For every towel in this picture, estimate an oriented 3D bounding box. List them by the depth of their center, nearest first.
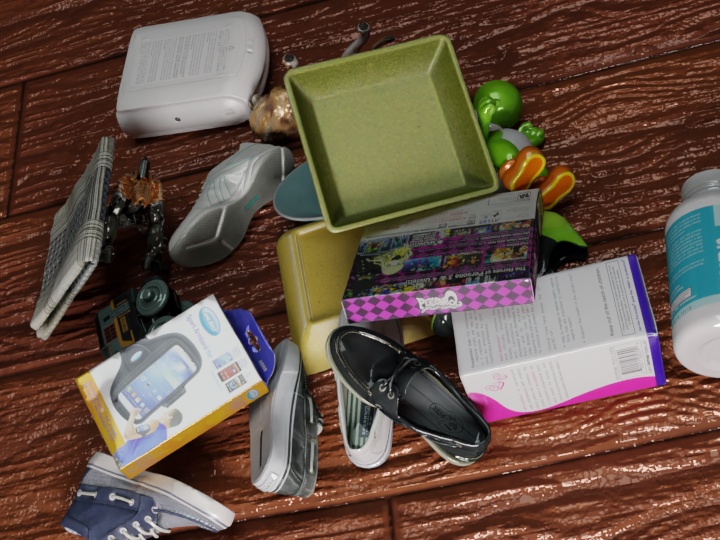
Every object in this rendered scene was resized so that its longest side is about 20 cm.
[{"bbox_3d":[-0.351,-0.038,1.552,0.034,0.200,0.195,17,51,-23],"label":"towel"}]

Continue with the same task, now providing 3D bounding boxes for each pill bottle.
[{"bbox_3d":[0.365,-0.002,1.298,0.109,0.111,0.202,-6,55,15],"label":"pill bottle"}]

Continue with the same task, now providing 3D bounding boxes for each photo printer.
[{"bbox_3d":[-0.218,-0.264,1.715,0.197,0.070,0.168,-7,54,14],"label":"photo printer"}]

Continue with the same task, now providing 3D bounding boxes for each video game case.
[{"bbox_3d":[0.091,-0.018,1.353,0.197,0.036,0.182,-7,31,16],"label":"video game case"}]

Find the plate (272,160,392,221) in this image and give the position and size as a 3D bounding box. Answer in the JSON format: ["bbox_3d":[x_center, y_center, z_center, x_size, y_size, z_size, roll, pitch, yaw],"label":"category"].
[{"bbox_3d":[-0.009,-0.105,1.525,0.197,0.026,0.201,-16,28,9],"label":"plate"}]

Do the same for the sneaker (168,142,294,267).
[{"bbox_3d":[-0.168,-0.082,1.580,0.080,0.071,0.200,22,60,41],"label":"sneaker"}]

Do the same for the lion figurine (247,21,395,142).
[{"bbox_3d":[-0.049,-0.231,1.626,0.197,0.123,0.073,-19,61,-14],"label":"lion figurine"}]

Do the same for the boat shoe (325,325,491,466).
[{"bbox_3d":[0.052,0.121,1.289,0.199,0.066,0.075,44,70,0],"label":"boat shoe"}]

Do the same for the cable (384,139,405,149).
[{"bbox_3d":[0.024,-0.166,1.532,0.161,0.051,0.201,-5,36,21],"label":"cable"}]

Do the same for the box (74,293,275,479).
[{"bbox_3d":[-0.191,0.116,1.363,0.199,0.042,0.120,-33,65,-3],"label":"box"}]

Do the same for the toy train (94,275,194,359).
[{"bbox_3d":[-0.236,0.101,1.465,0.113,0.085,0.202,-31,54,13],"label":"toy train"}]

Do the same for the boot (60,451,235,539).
[{"bbox_3d":[-0.226,0.264,1.357,0.198,0.073,0.091,11,67,35],"label":"boot"}]

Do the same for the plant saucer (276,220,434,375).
[{"bbox_3d":[0.000,0.000,1.467,0.197,0.049,0.202,-18,53,7],"label":"plant saucer"}]

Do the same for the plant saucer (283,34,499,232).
[{"bbox_3d":[0.031,-0.147,1.432,0.197,0.048,0.202,-14,72,-8],"label":"plant saucer"}]

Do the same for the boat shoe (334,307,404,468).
[{"bbox_3d":[0.009,0.103,1.350,0.072,0.067,0.203,-8,69,10],"label":"boat shoe"}]

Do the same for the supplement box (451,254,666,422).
[{"bbox_3d":[0.200,0.072,1.311,0.197,0.102,0.104,-14,52,9],"label":"supplement box"}]

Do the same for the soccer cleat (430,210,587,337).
[{"bbox_3d":[0.161,0.011,1.387,0.199,0.068,0.081,-39,59,-17],"label":"soccer cleat"}]

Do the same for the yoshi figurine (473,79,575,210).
[{"bbox_3d":[0.171,-0.160,1.484,0.111,0.114,0.200,-17,37,-18],"label":"yoshi figurine"}]

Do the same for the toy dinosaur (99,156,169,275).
[{"bbox_3d":[-0.275,-0.073,1.545,0.101,0.200,0.138,10,86,9],"label":"toy dinosaur"}]

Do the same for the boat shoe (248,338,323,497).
[{"bbox_3d":[-0.076,0.163,1.368,0.072,0.070,0.202,-46,27,36],"label":"boat shoe"}]
